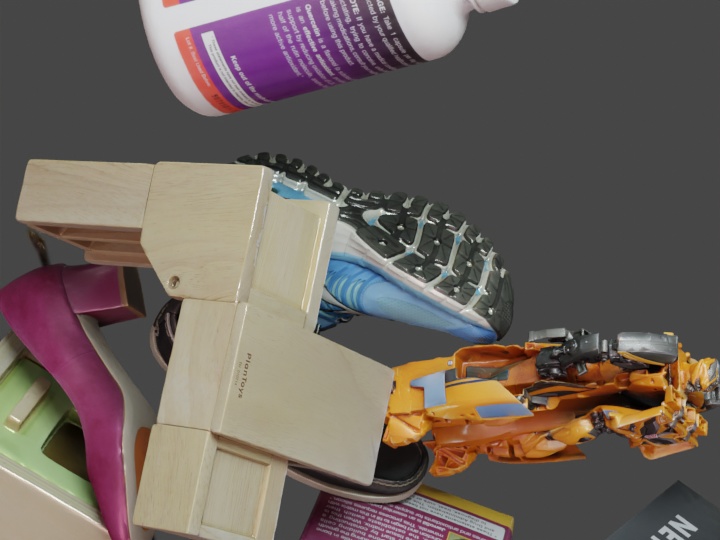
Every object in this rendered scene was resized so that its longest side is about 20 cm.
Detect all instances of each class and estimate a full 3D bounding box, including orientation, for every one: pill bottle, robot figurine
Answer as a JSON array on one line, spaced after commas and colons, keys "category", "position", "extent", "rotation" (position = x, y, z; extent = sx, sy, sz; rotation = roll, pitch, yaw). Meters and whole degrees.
[{"category": "pill bottle", "position": [-0.016, -0.161, 1.065], "extent": [0.199, 0.113, 0.113], "rotation": [-12, 111, 19]}, {"category": "robot figurine", "position": [0.119, 0.081, 1.147], "extent": [0.199, 0.059, 0.145], "rotation": [-8, 156, 25]}]

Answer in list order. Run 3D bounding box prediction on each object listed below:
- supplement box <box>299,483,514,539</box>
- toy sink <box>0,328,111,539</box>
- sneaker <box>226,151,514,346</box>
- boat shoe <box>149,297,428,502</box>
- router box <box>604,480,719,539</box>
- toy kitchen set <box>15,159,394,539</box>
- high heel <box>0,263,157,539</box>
[{"category": "supplement box", "position": [0.010, 0.223, 1.191], "extent": [0.130, 0.200, 0.104], "rotation": [21, 118, 4]}, {"category": "toy sink", "position": [-0.231, 0.127, 1.245], "extent": [0.199, 0.130, 0.112], "rotation": [31, 118, -1]}, {"category": "sneaker", "position": [0.000, 0.000, 1.169], "extent": [0.199, 0.078, 0.090], "rotation": [23, 128, 12]}, {"category": "boat shoe", "position": [-0.042, 0.079, 1.199], "extent": [0.199, 0.072, 0.068], "rotation": [34, 154, -3]}, {"category": "router box", "position": [0.141, 0.232, 1.163], "extent": [0.052, 0.200, 0.158], "rotation": [35, 119, 20]}, {"category": "toy kitchen set", "position": [-0.098, 0.056, 1.117], "extent": [0.179, 0.163, 0.201], "rotation": [4, 77, 33]}, {"category": "high heel", "position": [-0.180, 0.087, 1.198], "extent": [0.095, 0.067, 0.201], "rotation": [-14, 71, 13]}]
